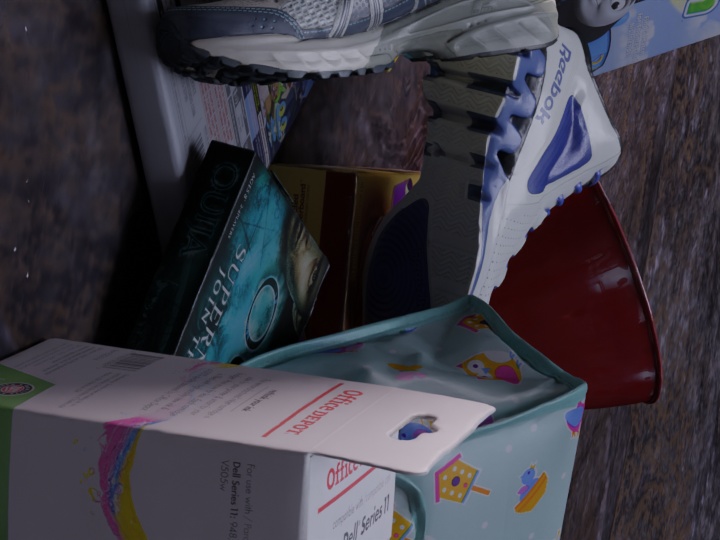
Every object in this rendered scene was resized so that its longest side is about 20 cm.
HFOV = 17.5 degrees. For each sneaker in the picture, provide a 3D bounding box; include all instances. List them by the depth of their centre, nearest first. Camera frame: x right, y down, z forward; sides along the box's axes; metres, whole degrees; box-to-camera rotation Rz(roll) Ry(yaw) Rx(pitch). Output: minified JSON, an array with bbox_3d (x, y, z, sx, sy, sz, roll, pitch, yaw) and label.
[{"bbox_3d":[-0.005,-0.131,1.047,0.199,0.077,0.087,-12,98,-31],"label":"sneaker"},{"bbox_3d":[0.081,-0.045,1.225,0.115,0.080,0.200,7,103,-44],"label":"sneaker"}]

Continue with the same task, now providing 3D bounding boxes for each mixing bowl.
[{"bbox_3d":[0.102,0.011,1.490,0.200,0.108,0.201,159,-90,-84],"label":"mixing bowl"}]

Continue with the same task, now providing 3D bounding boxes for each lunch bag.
[{"bbox_3d":[-0.002,0.123,1.105,0.199,0.122,0.171,-17,129,-35],"label":"lunch bag"}]

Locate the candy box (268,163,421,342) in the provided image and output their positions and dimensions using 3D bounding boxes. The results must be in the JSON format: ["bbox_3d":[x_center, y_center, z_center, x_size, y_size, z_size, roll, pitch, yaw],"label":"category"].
[{"bbox_3d":[0.000,0.000,1.311,0.200,0.056,0.117,-8,104,-73],"label":"candy box"}]

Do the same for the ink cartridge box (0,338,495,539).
[{"bbox_3d":[-0.057,0.081,0.914,0.117,0.199,0.068,-28,123,-69],"label":"ink cartridge box"}]

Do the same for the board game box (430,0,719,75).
[{"bbox_3d":[0.133,-0.173,1.247,0.152,0.199,0.037,88,-24,-46],"label":"board game box"}]

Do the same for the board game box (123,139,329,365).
[{"bbox_3d":[-0.076,0.058,1.085,0.135,0.028,0.201,56,52,-64],"label":"board game box"}]

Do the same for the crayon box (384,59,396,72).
[{"bbox_3d":[0.001,-0.204,1.173,0.200,0.058,0.174,-62,154,-72],"label":"crayon box"}]

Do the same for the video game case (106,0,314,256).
[{"bbox_3d":[-0.067,-0.125,1.102,0.183,0.023,0.201,-65,154,-45],"label":"video game case"}]
